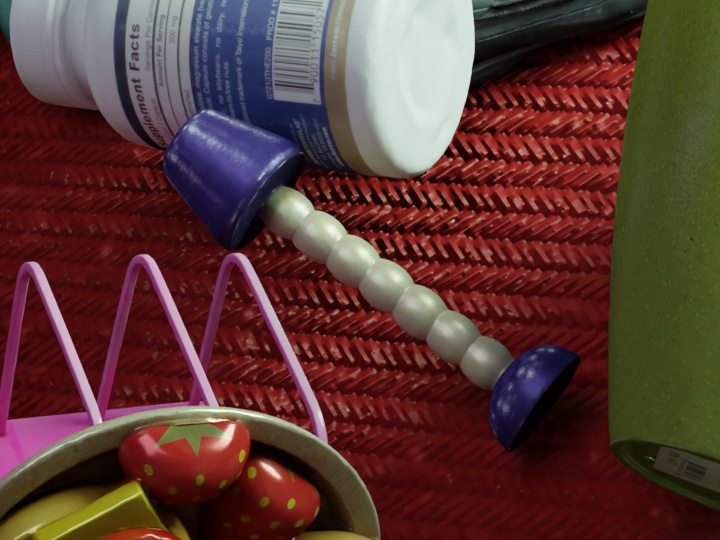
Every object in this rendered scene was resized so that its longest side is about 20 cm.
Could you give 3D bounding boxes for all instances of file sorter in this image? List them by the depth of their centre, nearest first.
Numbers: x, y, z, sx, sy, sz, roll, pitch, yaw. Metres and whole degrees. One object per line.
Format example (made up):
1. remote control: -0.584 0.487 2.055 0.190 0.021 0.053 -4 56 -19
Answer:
1. file sorter: -0.129 0.077 1.099 0.199 0.126 0.139 -5 43 -23

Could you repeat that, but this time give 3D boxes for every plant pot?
1. plant pot: 0.174 -0.006 1.056 0.186 0.187 0.201 13 74 33

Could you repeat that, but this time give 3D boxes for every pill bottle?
1. pill bottle: -0.057 -0.107 1.217 0.199 0.111 0.111 8 60 26

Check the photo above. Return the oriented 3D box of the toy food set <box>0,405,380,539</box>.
1. toy food set: -0.081 0.139 1.043 0.197 0.200 0.049 -29 41 0

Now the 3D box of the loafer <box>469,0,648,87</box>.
1. loafer: 0.092 -0.148 1.253 0.199 0.071 0.068 -24 42 8

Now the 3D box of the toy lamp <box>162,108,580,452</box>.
1. toy lamp: 0.000 0.000 1.145 0.200 0.058 0.058 36 75 13

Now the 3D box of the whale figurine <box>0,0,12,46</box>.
1. whale figurine: -0.096 -0.167 1.339 0.199 0.104 0.160 -14 51 15
